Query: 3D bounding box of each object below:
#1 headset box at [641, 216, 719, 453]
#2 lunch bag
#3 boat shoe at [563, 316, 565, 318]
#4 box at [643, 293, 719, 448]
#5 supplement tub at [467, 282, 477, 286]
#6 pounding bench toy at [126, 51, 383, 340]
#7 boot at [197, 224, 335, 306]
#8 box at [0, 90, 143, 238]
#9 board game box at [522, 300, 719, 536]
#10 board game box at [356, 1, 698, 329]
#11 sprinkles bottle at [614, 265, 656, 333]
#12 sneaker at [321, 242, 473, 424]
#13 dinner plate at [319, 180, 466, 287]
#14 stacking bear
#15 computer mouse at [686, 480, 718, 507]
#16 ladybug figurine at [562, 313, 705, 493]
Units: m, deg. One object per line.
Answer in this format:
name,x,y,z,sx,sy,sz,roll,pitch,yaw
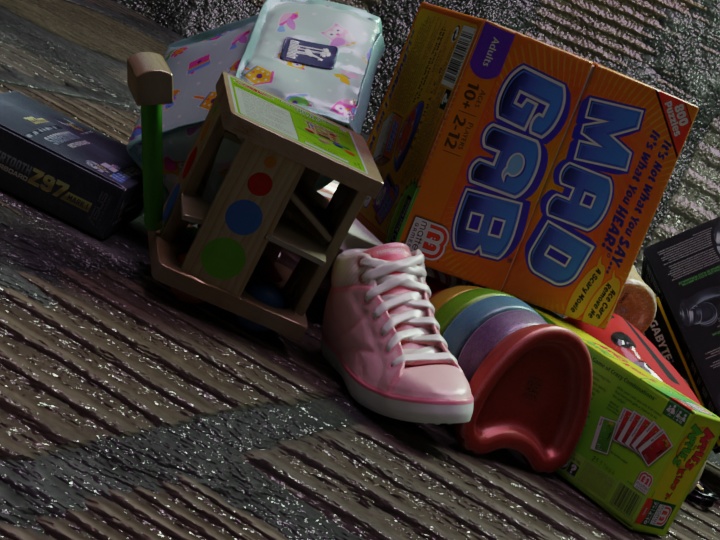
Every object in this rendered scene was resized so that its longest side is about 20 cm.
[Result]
headset box,0.351,0.071,1.611,0.174,0.093,0.200,60,8,-73
lunch bag,-0.079,-0.142,1.421,0.122,0.200,0.171,59,27,-32
boat shoe,0.217,0.100,1.548,0.072,0.068,0.200,12,25,-16
box,0.283,0.088,1.652,0.160,0.049,0.200,64,2,-7
supplement tub,0.092,0.004,1.642,0.200,0.123,0.123,29,9,9
pounding bench toy,-0.112,-0.058,1.266,0.200,0.156,0.124,24,16,-16
boot,-0.039,-0.004,1.495,0.200,0.064,0.186,21,20,-26
box,-0.258,-0.094,1.419,0.157,0.051,0.200,26,9,0
board game box,0.182,0.114,1.326,0.048,0.102,0.200,19,11,-45
board game box,0.128,-0.095,1.431,0.200,0.200,0.200,19,8,-17
sprinkles bottle,0.214,-0.009,1.569,0.068,0.068,0.200,23,22,-24
sneaker,0.025,0.039,1.246,0.075,0.105,0.200,1,17,-24
dinner plate,0.005,-0.029,1.504,0.200,0.024,0.200,26,16,-8
stacking bear,0.082,0.064,1.333,0.121,0.114,0.200,20,6,-38
computer mouse,0.272,0.162,1.541,0.059,0.034,0.200,23,10,-30
ladybug figurine,0.228,0.102,1.418,0.136,0.072,0.200,22,26,-49
